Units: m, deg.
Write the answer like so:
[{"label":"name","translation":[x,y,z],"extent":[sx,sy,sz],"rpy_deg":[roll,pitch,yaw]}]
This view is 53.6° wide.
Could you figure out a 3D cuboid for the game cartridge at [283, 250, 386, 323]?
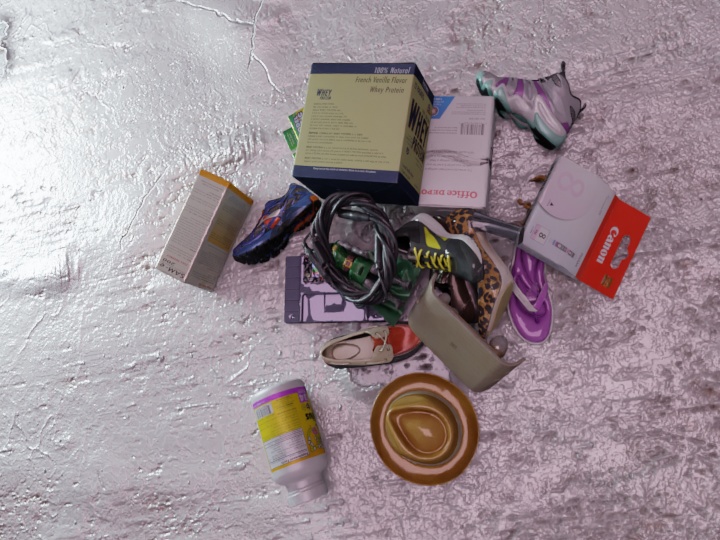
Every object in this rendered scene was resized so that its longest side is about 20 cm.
[{"label":"game cartridge","translation":[-0.047,0.031,1.325],"extent":[0.194,0.038,0.134],"rpy_deg":[-2,84,13]}]

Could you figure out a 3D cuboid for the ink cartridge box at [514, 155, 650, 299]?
[{"label":"ink cartridge box","translation":[0.381,-0.072,1.204],"extent":[0.196,0.057,0.166],"rpy_deg":[28,86,4]}]

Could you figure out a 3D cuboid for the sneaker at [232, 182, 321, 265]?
[{"label":"sneaker","translation":[-0.166,-0.087,1.362],"extent":[0.198,0.076,0.079],"rpy_deg":[-39,65,-4]}]

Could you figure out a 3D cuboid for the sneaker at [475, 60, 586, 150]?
[{"label":"sneaker","translation":[0.315,-0.329,1.285],"extent":[0.199,0.078,0.141],"rpy_deg":[40,89,7]}]

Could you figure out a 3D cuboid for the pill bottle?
[{"label":"pill bottle","translation":[-0.120,0.304,1.256],"extent":[0.102,0.104,0.205],"rpy_deg":[-21,76,8]}]

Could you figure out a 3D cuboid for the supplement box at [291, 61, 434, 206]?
[{"label":"supplement box","translation":[0.009,-0.234,1.231],"extent":[0.194,0.134,0.206],"rpy_deg":[6,81,21]}]

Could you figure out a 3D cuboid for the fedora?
[{"label":"fedora","translation":[0.104,0.271,1.219],"extent":[0.194,0.082,0.207],"rpy_deg":[-3,79,13]}]

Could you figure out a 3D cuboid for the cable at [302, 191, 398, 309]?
[{"label":"cable","translation":[-0.005,-0.034,1.216],"extent":[0.163,0.050,0.201],"rpy_deg":[-45,71,20]}]

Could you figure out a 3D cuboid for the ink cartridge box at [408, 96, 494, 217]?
[{"label":"ink cartridge box","translation":[0.166,-0.202,1.288],"extent":[0.140,0.084,0.206],"rpy_deg":[4,80,15]}]

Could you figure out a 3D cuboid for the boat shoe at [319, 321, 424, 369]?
[{"label":"boat shoe","translation":[0.023,0.133,1.275],"extent":[0.194,0.063,0.073],"rpy_deg":[-12,76,10]}]

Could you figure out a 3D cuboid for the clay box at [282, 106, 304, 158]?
[{"label":"clay box","translation":[-0.053,-0.278,1.373],"extent":[0.196,0.048,0.117],"rpy_deg":[-29,74,6]}]

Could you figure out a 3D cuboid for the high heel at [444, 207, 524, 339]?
[{"label":"high heel","translation":[0.190,0.002,1.213],"extent":[0.140,0.071,0.206],"rpy_deg":[20,104,29]}]

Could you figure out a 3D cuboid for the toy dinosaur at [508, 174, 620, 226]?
[{"label":"toy dinosaur","translation":[0.342,-0.118,1.257],"extent":[0.195,0.060,0.109],"rpy_deg":[-19,87,-3]}]

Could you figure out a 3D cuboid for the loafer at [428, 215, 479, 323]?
[{"label":"loafer","translation":[0.152,0.000,1.252],"extent":[0.069,0.073,0.205],"rpy_deg":[-16,76,-13]}]

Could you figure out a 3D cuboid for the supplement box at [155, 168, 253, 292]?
[{"label":"supplement box","translation":[-0.293,-0.072,1.353],"extent":[0.072,0.126,0.204],"rpy_deg":[23,85,15]}]

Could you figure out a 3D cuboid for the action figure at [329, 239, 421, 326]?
[{"label":"action figure","translation":[0.000,0.000,1.279],"extent":[0.197,0.055,0.120],"rpy_deg":[28,90,20]}]

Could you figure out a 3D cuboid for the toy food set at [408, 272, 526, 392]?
[{"label":"toy food set","translation":[0.172,0.106,1.193],"extent":[0.200,0.144,0.060],"rpy_deg":[45,63,9]}]

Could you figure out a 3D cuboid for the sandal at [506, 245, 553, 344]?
[{"label":"sandal","translation":[0.291,0.023,1.235],"extent":[0.080,0.050,0.209],"rpy_deg":[-4,77,13]}]

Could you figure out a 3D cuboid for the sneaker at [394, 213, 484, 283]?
[{"label":"sneaker","translation":[0.125,-0.024,1.174],"extent":[0.083,0.076,0.199],"rpy_deg":[-25,35,-22]}]
